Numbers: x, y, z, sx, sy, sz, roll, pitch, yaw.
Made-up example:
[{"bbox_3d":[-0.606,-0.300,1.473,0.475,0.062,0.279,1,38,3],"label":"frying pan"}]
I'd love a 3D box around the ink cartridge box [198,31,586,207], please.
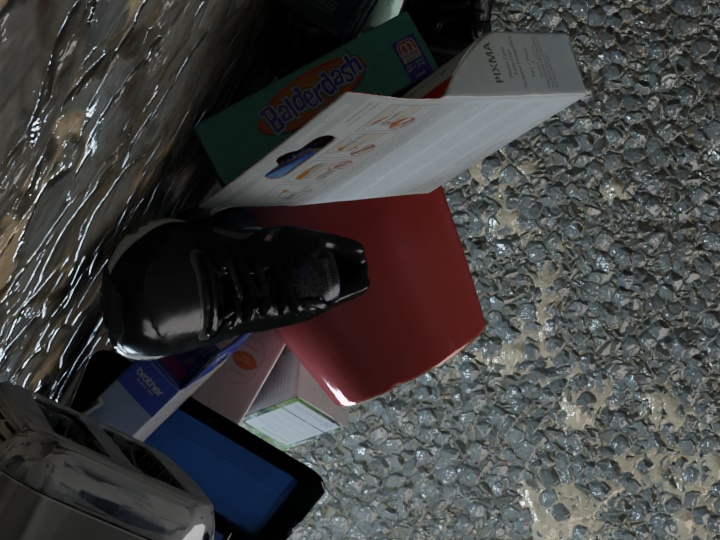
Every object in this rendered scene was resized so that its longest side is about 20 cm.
[{"bbox_3d":[0.016,-0.091,0.662,0.199,0.048,0.160,-7,165,-41],"label":"ink cartridge box"}]

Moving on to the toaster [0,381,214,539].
[{"bbox_3d":[-0.136,0.128,0.446,0.130,0.113,0.200,-64,-160,-7],"label":"toaster"}]

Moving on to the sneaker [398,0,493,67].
[{"bbox_3d":[0.066,-0.210,0.792,0.088,0.075,0.201,110,-15,-77],"label":"sneaker"}]

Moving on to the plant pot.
[{"bbox_3d":[0.000,0.000,0.878,0.200,0.178,0.200,-28,-176,2],"label":"plant pot"}]

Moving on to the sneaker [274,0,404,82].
[{"bbox_3d":[-0.027,-0.171,0.894,0.201,0.074,0.118,-65,171,26],"label":"sneaker"}]

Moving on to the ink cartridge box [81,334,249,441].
[{"bbox_3d":[-0.160,0.101,0.722,0.200,0.042,0.119,-42,179,9],"label":"ink cartridge box"}]

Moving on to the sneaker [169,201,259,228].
[{"bbox_3d":[-0.138,0.016,0.781,0.200,0.060,0.104,-47,176,35],"label":"sneaker"}]

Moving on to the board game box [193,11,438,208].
[{"bbox_3d":[-0.034,-0.102,0.752,0.152,0.045,0.200,-29,-179,-6],"label":"board game box"}]

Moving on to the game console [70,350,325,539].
[{"bbox_3d":[-0.157,0.186,0.818,0.176,0.199,0.116,-59,-178,-13],"label":"game console"}]

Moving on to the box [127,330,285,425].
[{"bbox_3d":[-0.161,0.106,0.950,0.201,0.124,0.097,-60,-176,-10],"label":"box"}]

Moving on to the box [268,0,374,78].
[{"bbox_3d":[-0.003,-0.213,0.746,0.158,0.051,0.200,-61,-176,-6],"label":"box"}]

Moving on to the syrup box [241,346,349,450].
[{"bbox_3d":[-0.110,0.133,1.064,0.199,0.079,0.082,-23,-133,32],"label":"syrup box"}]

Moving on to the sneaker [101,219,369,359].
[{"bbox_3d":[-0.063,0.002,0.628,0.200,0.087,0.076,-18,103,-62],"label":"sneaker"}]
